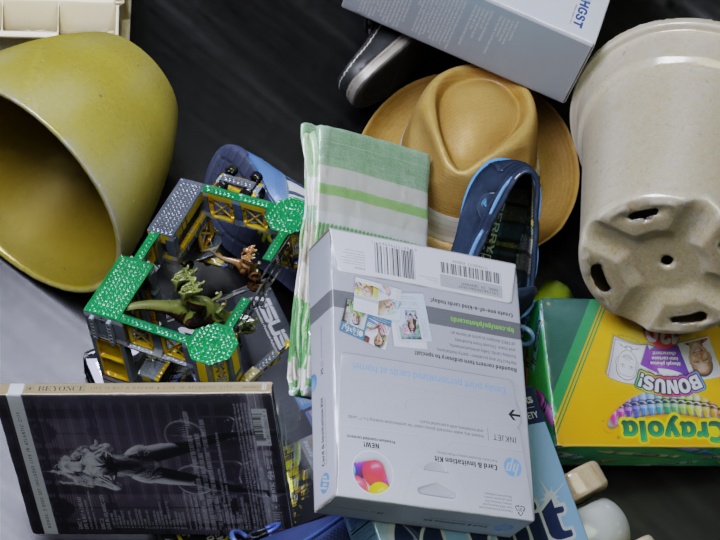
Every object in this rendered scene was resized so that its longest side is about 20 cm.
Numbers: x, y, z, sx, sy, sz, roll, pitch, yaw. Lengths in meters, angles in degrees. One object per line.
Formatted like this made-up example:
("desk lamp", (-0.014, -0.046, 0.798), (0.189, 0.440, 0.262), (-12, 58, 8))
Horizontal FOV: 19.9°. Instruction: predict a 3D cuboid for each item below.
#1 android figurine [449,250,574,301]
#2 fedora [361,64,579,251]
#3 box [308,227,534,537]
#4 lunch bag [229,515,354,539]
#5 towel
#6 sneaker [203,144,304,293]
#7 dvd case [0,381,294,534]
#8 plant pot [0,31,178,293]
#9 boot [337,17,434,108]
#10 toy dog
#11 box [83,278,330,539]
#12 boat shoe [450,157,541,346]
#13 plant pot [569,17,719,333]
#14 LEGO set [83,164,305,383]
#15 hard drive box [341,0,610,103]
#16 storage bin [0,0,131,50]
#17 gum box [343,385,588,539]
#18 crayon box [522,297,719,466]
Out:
("android figurine", (0.080, 0.070, 1.629), (0.181, 0.041, 0.200), (35, 67, 8))
("fedora", (0.090, -0.102, 1.657), (0.199, 0.082, 0.202), (2, 55, -3))
("box", (0.042, 0.079, 1.446), (0.155, 0.041, 0.202), (10, 60, -24))
("lunch bag", (-0.039, 0.272, 1.462), (0.136, 0.132, 0.201), (-20, 84, -57))
("towel", (0.000, 0.000, 1.537), (0.023, 0.152, 0.202), (-3, 81, 37))
("sneaker", (-0.048, -0.031, 1.640), (0.200, 0.074, 0.082), (41, 29, 30))
("dvd case", (-0.153, 0.137, 1.480), (0.198, 0.149, 0.016), (-1, 42, 6))
("plant pot", (-0.223, -0.105, 1.602), (0.199, 0.200, 0.142), (36, 56, 9))
("boot", (0.004, -0.241, 1.726), (0.150, 0.073, 0.200), (36, 65, 8))
("toy dog", (0.130, 0.226, 1.561), (0.198, 0.096, 0.133), (-12, 73, 6))
("box", (-0.104, 0.127, 1.586), (0.160, 0.049, 0.201), (-21, 71, -14))
("boat shoe", (0.095, 0.013, 1.565), (0.083, 0.069, 0.202), (3, 90, -20))
("plant pot", (0.245, -0.060, 1.576), (0.199, 0.201, 0.184), (18, 42, 2))
("LEGO set", (-0.112, 0.032, 1.536), (0.152, 0.116, 0.201), (9, 50, 14))
("hard drive box", (0.105, -0.248, 1.667), (0.199, 0.077, 0.157), (23, 51, -2))
("storage bin", (-0.289, -0.266, 1.702), (0.198, 0.094, 0.200), (1, 69, -5))
("gum box", (0.079, 0.194, 1.459), (0.169, 0.045, 0.201), (-9, 71, -31))
("crayon box", (0.225, 0.089, 1.603), (0.198, 0.058, 0.120), (2, 70, -18))
